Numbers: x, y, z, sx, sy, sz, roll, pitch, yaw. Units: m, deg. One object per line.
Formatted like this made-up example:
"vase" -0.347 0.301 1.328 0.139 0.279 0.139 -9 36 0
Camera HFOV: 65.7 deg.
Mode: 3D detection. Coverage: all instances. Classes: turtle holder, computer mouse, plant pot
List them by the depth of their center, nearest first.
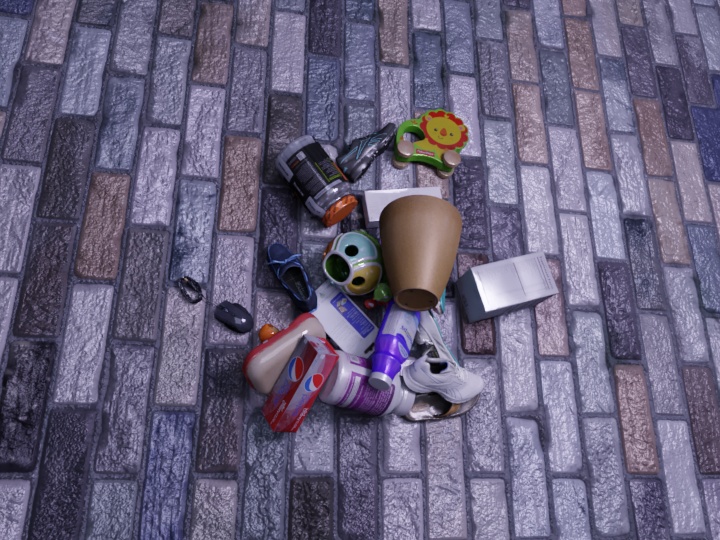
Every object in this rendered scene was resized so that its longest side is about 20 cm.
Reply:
"plant pot" 0.124 -0.022 1.183 0.184 0.187 0.202 11 57 -7
"computer mouse" -0.324 0.073 1.246 0.199 0.034 0.059 32 70 1
"turtle holder" -0.010 0.002 1.257 0.131 0.140 0.187 -17 79 -59

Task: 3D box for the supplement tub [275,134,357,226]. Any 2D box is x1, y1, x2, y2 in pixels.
"supplement tub" -0.103 -0.212 1.337 0.122 0.123 0.201 -34 81 -19

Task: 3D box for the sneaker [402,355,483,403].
"sneaker" 0.191 0.233 1.207 0.198 0.087 0.075 13 48 -25

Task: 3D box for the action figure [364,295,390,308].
"action figure" 0.109 0.078 1.312 0.198 0.065 0.100 -11 65 -15

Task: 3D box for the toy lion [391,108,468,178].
"toy lion" 0.190 -0.350 1.479 0.197 0.069 0.194 10 63 -7

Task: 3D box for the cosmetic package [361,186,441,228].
"cosmetic package" 0.107 -0.158 1.399 0.197 0.051 0.084 -5 71 -12

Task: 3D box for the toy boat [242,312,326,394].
"toy boat" -0.175 0.162 1.214 0.199 0.131 0.131 -33 51 -18

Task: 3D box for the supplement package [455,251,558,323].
"supplement package" 0.352 0.041 1.349 0.198 0.110 0.115 -12 74 -14

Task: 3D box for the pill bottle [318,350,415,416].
"pill bottle" 0.015 0.249 1.197 0.198 0.112 0.114 21 68 -24

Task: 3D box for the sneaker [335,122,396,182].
"sneaker" 0.018 -0.318 1.422 0.079 0.076 0.200 38 69 6

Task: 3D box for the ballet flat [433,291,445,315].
"ballet flat" 0.166 0.023 1.287 0.063 0.076 0.201 -7 44 18

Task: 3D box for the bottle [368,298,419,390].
"bottle" 0.069 0.153 1.171 0.084 0.065 0.201 56 42 -35

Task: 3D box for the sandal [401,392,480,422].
"sandal" 0.185 0.293 1.262 0.197 0.055 0.083 -8 74 -13

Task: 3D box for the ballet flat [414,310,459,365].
"ballet flat" 0.163 0.167 1.272 0.069 0.069 0.201 -33 104 -19

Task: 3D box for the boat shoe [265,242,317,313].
"boat shoe" -0.150 0.004 1.265 0.084 0.069 0.200 -34 64 -16

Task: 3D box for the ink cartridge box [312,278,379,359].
"ink cartridge box" -0.039 0.122 1.284 0.099 0.039 0.200 -41 82 -20

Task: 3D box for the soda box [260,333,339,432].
"soda box" -0.126 0.236 1.154 0.063 0.070 0.201 17 108 -43
